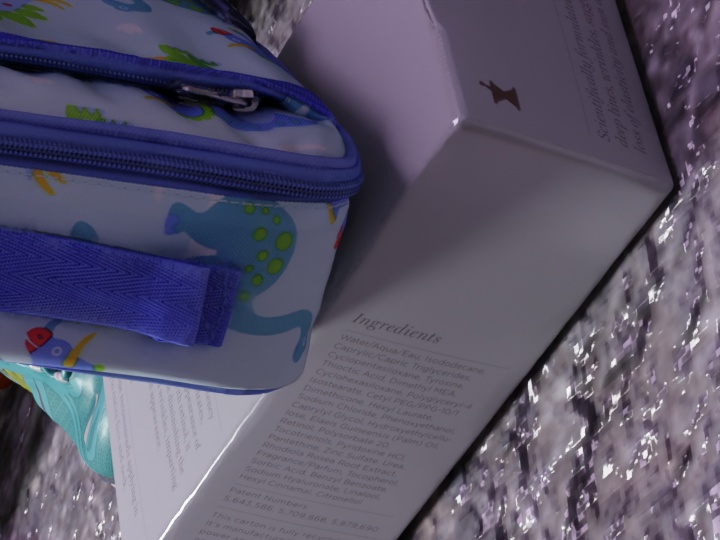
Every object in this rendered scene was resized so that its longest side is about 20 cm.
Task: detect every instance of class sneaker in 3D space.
[{"bbox_3d":[-0.112,0.022,1.012,0.200,0.079,0.078,35,109,62],"label":"sneaker"}]

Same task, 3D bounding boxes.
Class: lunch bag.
[{"bbox_3d":[-0.107,-0.033,0.729,0.161,0.199,0.083,-131,53,-59],"label":"lunch bag"}]

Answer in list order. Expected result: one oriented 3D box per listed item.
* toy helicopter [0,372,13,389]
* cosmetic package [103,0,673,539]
[{"bbox_3d":[-0.186,0.098,1.161,0.200,0.078,0.133,117,144,-49],"label":"toy helicopter"},{"bbox_3d":[0.000,0.000,0.806,0.200,0.074,0.102,-53,35,37],"label":"cosmetic package"}]
